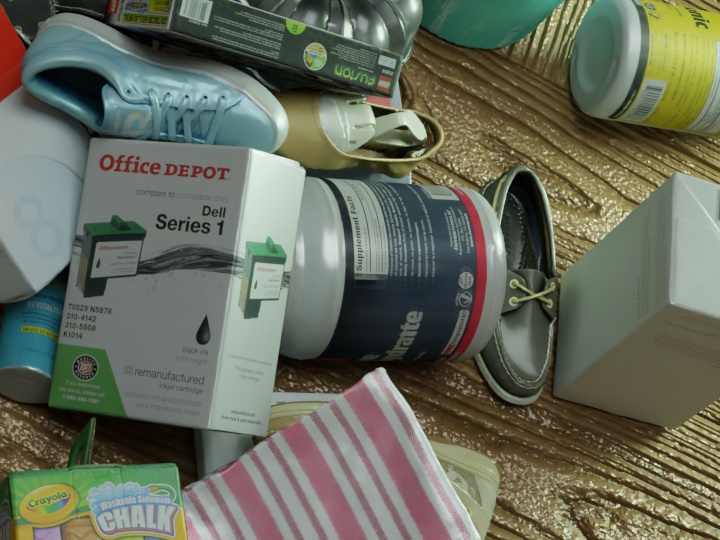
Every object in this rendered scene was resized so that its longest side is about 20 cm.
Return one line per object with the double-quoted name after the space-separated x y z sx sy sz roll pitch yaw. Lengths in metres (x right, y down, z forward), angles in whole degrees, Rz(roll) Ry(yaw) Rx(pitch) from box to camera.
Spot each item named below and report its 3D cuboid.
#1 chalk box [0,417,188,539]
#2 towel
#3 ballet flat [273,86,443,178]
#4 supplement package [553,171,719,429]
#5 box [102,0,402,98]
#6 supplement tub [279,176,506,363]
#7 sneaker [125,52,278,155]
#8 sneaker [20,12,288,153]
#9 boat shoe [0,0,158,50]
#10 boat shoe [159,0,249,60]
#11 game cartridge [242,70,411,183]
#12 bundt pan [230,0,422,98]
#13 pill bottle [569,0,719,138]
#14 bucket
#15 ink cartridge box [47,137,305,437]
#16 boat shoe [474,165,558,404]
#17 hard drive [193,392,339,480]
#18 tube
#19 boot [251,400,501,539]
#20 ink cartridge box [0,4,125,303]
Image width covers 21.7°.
-0.191 0.204 1.281 0.123 0.125 0.201 -1 64 -25 "chalk box"
-0.032 0.180 1.330 0.199 0.030 0.147 -32 78 2 "towel"
-0.002 -0.114 1.467 0.200 0.063 0.069 2 71 -58 "ballet flat"
0.254 0.029 1.520 0.121 0.200 0.120 16 60 -16 "supplement package"
-0.079 -0.172 1.405 0.199 0.110 0.035 13 91 -34 "box"
0.000 0.000 1.457 0.199 0.140 0.141 2 64 -23 "supplement tub"
-0.138 -0.134 1.471 0.199 0.076 0.088 22 45 17 "sneaker"
-0.154 -0.116 1.363 0.199 0.074 0.082 19 41 3 "sneaker"
-0.251 -0.187 1.453 0.199 0.072 0.068 15 53 16 "boat shoe"
-0.171 -0.221 1.515 0.199 0.072 0.072 28 77 6 "boat shoe"
-0.032 -0.152 1.583 0.132 0.041 0.201 1 65 -19 "game cartridge"
-0.033 -0.242 1.563 0.201 0.076 0.203 9 62 -18 "bundt pan"
0.300 -0.180 1.700 0.199 0.111 0.112 8 62 -21 "pill bottle"
0.117 -0.307 1.667 0.206 0.135 0.208 11 61 -20 "bucket"
-0.131 0.010 1.346 0.084 0.145 0.201 17 79 -61 "ink cartridge box"
0.129 0.009 1.558 0.072 0.060 0.203 7 62 -21 "boat shoe"
-0.054 0.189 1.407 0.131 0.027 0.201 3 64 -23 "hard drive"
-0.233 0.003 1.413 0.077 0.050 0.201 23 51 -23 "tube"
0.004 0.189 1.377 0.199 0.073 0.156 20 60 -18 "boot"
-0.254 -0.101 1.364 0.201 0.047 0.160 61 40 -18 "ink cartridge box"
